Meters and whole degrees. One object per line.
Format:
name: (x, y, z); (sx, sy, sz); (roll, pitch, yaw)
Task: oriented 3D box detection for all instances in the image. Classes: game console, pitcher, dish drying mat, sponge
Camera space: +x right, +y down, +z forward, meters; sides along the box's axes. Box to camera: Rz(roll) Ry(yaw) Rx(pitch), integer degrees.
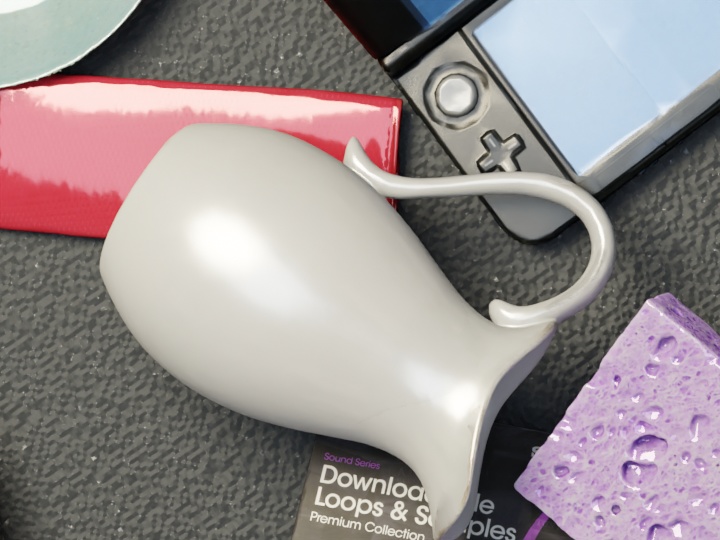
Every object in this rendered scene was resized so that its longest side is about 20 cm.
game console: (0.099, -0.134, 1.345); (0.200, 0.119, 0.173); (-37, 85, 6)
pitcher: (0.000, 0.000, 1.349); (0.199, 0.121, 0.172); (32, 76, 9)
dish drying mat: (-0.080, -0.051, 1.419); (0.198, 0.018, 0.077); (4, 93, 6)
sponge: (0.174, 0.116, 1.309); (0.200, 0.030, 0.112); (41, 112, 15)

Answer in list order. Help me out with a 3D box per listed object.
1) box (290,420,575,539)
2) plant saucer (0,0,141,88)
box: (0.032, 0.161, 1.357); (0.142, 0.036, 0.201); (10, 66, 7)
plant saucer: (-0.179, -0.185, 1.423); (0.199, 0.039, 0.203); (0, 89, 7)
